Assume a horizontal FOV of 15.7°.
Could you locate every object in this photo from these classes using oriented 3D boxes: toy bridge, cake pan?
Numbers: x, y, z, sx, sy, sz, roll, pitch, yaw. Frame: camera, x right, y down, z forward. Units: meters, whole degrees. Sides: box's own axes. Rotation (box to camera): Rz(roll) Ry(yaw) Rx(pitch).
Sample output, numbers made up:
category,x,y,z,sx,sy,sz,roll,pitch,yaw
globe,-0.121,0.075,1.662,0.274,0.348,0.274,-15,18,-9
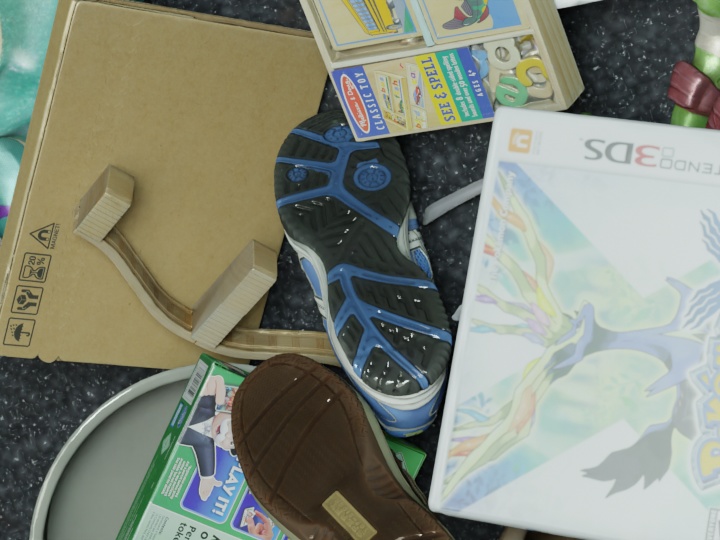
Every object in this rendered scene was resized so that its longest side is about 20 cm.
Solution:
category,x,y,z,sx,sy,sz,roll,pitch,yaw
toy bridge,-0.069,0.014,1.406,0.200,0.027,0.067,28,124,-24
cake pan,-0.086,0.145,1.433,0.199,0.037,0.201,-3,101,-16

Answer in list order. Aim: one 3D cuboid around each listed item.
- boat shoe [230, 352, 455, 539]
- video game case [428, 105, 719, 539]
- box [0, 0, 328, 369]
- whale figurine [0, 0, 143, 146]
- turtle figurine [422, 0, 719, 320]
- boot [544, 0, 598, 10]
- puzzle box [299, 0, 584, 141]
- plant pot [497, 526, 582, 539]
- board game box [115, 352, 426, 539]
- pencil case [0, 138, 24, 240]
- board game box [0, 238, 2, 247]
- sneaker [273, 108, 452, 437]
category,x,y,z,sx,sy,sz,roll,pitch,yaw
boat shoe,-0.001,0.125,1.317,0.075,0.075,0.202,-36,46,1
video game case,0.134,0.030,1.229,0.182,0.022,0.201,8,85,21
box,-0.109,-0.043,1.410,0.021,0.163,0.201,35,114,53
whale figurine,-0.153,-0.162,1.394,0.103,0.159,0.201,5,81,29
turtle figurine,0.135,-0.050,1.312,0.199,0.144,0.194,26,108,11
boot,0.067,-0.185,1.352,0.199,0.074,0.096,-2,105,22
puzzle box,0.021,-0.165,1.319,0.133,0.025,0.201,-7,117,34
plant pot,0.121,0.237,1.354,0.200,0.200,0.175,41,127,10
board game box,-0.066,0.162,1.407,0.134,0.029,0.201,25,92,-20
pencil case,-0.216,-0.085,1.470,0.200,0.085,0.092,55,151,6
board game box,-0.317,-0.019,1.470,0.160,0.097,0.200,57,139,3
sneaker,0.000,0.000,1.380,0.075,0.077,0.201,-11,54,-2
